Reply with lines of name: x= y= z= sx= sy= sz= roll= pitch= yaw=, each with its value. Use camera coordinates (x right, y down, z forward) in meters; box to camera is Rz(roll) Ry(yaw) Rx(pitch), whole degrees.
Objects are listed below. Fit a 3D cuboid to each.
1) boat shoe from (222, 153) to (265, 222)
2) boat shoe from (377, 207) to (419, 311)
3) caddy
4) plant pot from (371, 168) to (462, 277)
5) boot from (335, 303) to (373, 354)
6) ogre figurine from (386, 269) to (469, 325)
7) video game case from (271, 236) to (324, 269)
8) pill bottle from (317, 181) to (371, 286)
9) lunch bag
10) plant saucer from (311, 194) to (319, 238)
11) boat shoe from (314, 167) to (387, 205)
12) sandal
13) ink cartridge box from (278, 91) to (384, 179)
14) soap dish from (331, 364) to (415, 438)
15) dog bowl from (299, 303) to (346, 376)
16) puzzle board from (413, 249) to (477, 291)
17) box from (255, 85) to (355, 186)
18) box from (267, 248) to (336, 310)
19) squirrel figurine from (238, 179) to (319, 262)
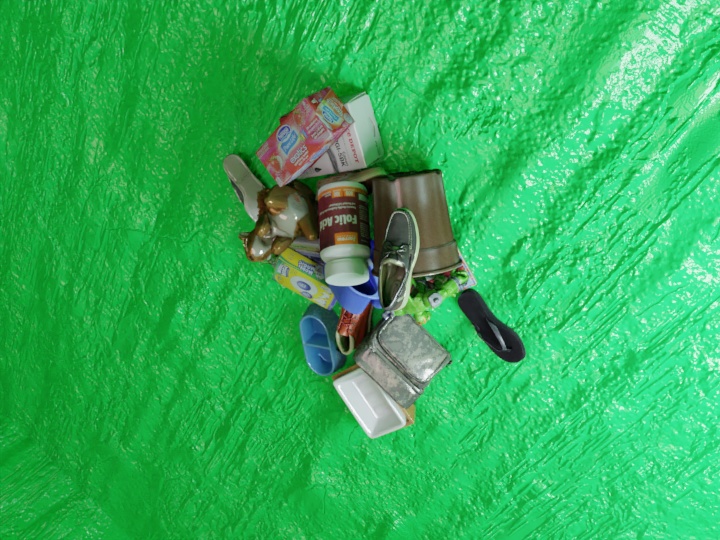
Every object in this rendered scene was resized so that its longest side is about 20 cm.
boat shoe: x=-0.274 y=-0.199 z=1.914 sx=0.202 sy=0.072 sz=0.062 roll=58 pitch=174 yaw=-17
boat shoe: x=0.071 y=-0.019 z=1.507 sx=0.070 sy=0.066 sz=0.206 roll=8 pitch=97 yaw=17
caddy: x=0.000 y=0.000 z=1.761 sx=0.202 sy=0.139 sz=0.106 roll=57 pitch=144 yaw=29
plant pot: x=0.107 y=-0.104 z=1.616 sx=0.197 sy=0.199 sz=0.203 roll=-1 pitch=101 yaw=33
boot: x=-0.018 y=0.106 z=1.874 sx=0.074 sy=0.107 sz=0.204 roll=13 pitch=121 yaw=28
ogre figurine: x=0.135 y=0.055 z=1.711 sx=0.197 sy=0.120 sz=0.100 roll=6 pitch=119 yaw=32
video game case: x=-0.146 y=-0.024 z=1.892 sx=0.196 sy=0.022 sz=0.183 roll=9 pitch=146 yaw=30
pill bottle: x=-0.034 y=-0.077 z=1.656 sx=0.113 sy=0.113 sz=0.205 roll=-17 pitch=69 yaw=39
lunch bag: x=0.100 y=0.196 z=1.829 sx=0.200 sy=0.139 sz=0.168 roll=44 pitch=103 yaw=2
plant saucer: x=-0.141 y=-0.103 z=1.860 sx=0.197 sy=0.036 sz=0.203 roll=17 pitch=132 yaw=19
boat shoe: x=-0.024 y=-0.200 z=1.724 sx=0.197 sy=0.071 sz=0.066 roll=-17 pitch=68 yaw=37
sandal: x=0.286 y=0.134 z=1.726 sx=0.200 sy=0.043 sz=0.076 roll=47 pitch=131 yaw=2
ink cartridge box: x=-0.064 y=-0.293 z=1.691 sx=0.197 sy=0.083 sz=0.149 roll=-5 pitch=112 yaw=36
soap dish: x=0.037 y=0.320 z=1.975 sx=0.156 sy=0.081 sz=0.202 roll=-30 pitch=97 yaw=41
dog bowl: x=-0.102 y=0.186 z=2.012 sx=0.109 sy=0.050 sz=0.204 roll=7 pitch=120 yaw=30
puzzle board: x=0.151 y=-0.001 z=1.758 sx=0.198 sy=0.017 sz=0.152 roll=-25 pitch=100 yaw=40
box: x=-0.117 y=-0.278 z=1.614 sx=0.096 sy=0.099 sz=0.199 roll=51 pitch=131 yaw=-1
box: x=-0.138 y=0.015 z=1.876 sx=0.197 sy=0.049 sz=0.118 roll=30 pitch=151 yaw=-1
squirrel figurine: x=-0.190 y=-0.108 z=1.748 sx=0.140 sy=0.202 sz=0.187 roll=32 pitch=125 yaw=-19
